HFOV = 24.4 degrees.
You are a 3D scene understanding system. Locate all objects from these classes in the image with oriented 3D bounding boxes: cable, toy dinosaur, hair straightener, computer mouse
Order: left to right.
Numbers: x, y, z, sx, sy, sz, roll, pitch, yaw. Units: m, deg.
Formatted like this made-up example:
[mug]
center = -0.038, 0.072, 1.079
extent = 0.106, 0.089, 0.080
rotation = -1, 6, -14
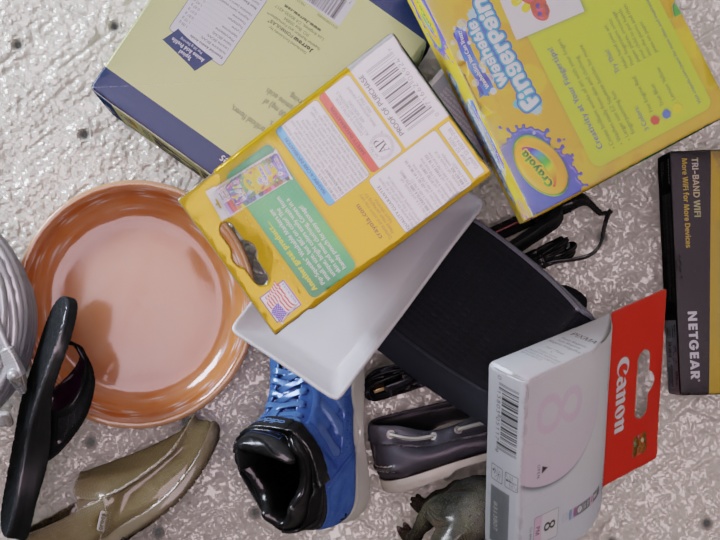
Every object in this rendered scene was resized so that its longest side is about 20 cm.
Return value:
[cable]
center = -0.356, 0.037, 1.331
extent = 0.197, 0.069, 0.203
rotation = -9, 87, 12
[toy dinosaur]
center = 0.080, 0.197, 1.324
extent = 0.102, 0.199, 0.077
rotation = -42, 77, 34
[computer mouse]
center = 0.095, 0.067, 1.355
extent = 0.198, 0.059, 0.034
rotation = -26, 59, 8
[hair straightener]
center = 0.125, -0.004, 1.373
extent = 0.198, 0.041, 0.077
rotation = -23, 64, -9

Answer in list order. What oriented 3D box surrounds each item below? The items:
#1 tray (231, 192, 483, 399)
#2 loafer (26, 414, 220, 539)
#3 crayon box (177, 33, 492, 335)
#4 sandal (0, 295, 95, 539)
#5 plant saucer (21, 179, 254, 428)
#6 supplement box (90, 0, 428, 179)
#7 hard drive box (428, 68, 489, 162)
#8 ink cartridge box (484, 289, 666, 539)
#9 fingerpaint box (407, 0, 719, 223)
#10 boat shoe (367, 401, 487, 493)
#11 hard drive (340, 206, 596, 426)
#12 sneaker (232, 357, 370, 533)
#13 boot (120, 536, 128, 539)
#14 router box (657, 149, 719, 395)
[tray]
center = 0.000, 0.000, 1.293
extent = 0.107, 0.022, 0.201
rotation = 31, 72, 22
[loafer]
center = -0.198, 0.183, 1.343
extent = 0.200, 0.076, 0.068
rotation = -43, 96, -3
[crayon box]
center = -0.018, -0.063, 1.227
extent = 0.199, 0.052, 0.126
rotation = -36, 91, 5
[sandal]
center = -0.244, 0.117, 1.320
extent = 0.047, 0.075, 0.203
rotation = 10, 103, -21
[plant saucer]
center = -0.183, 0.028, 1.368
extent = 0.197, 0.037, 0.203
rotation = 0, 89, -2
[supplement box]
center = -0.075, -0.161, 1.328
extent = 0.199, 0.134, 0.201
rotation = 35, 87, 0
[hard drive box]
center = 0.128, -0.170, 1.326
extent = 0.077, 0.156, 0.200
rotation = 43, 87, 0
[ink cartridge box]
center = 0.182, 0.120, 1.291
extent = 0.198, 0.057, 0.164
rotation = -17, 119, -31
[fingerpaint box]
center = 0.147, -0.162, 1.212
extent = 0.166, 0.073, 0.202
rotation = -28, 88, -3
[boat shoe]
center = 0.100, 0.117, 1.354
extent = 0.198, 0.073, 0.063
rotation = -22, 99, 2
[hard drive]
center = 0.073, 0.021, 1.310
extent = 0.199, 0.042, 0.135
rotation = 36, 73, 20
[sneaker]
center = -0.053, 0.109, 1.325
extent = 0.076, 0.111, 0.203
rotation = -6, 90, 34
[boot]
center = -0.116, 0.289, 1.293
extent = 0.199, 0.187, 0.065
rotation = 30, 73, 3
[router box]
center = 0.331, 0.000, 1.377
extent = 0.155, 0.052, 0.203
rotation = -3, 88, -2
